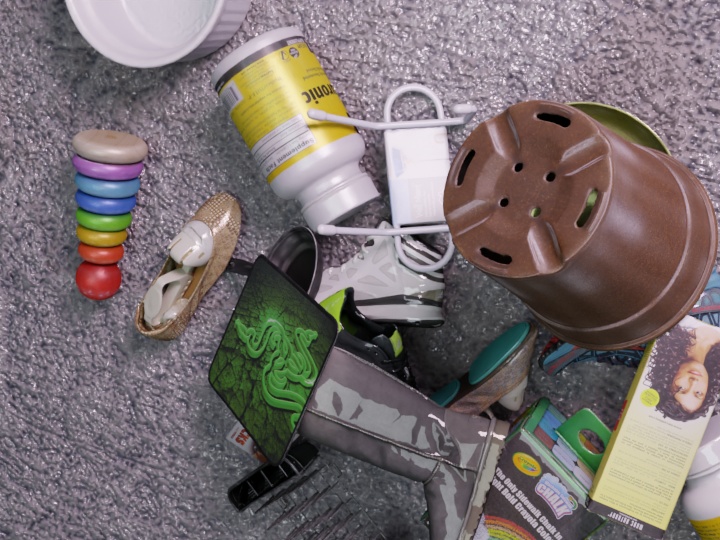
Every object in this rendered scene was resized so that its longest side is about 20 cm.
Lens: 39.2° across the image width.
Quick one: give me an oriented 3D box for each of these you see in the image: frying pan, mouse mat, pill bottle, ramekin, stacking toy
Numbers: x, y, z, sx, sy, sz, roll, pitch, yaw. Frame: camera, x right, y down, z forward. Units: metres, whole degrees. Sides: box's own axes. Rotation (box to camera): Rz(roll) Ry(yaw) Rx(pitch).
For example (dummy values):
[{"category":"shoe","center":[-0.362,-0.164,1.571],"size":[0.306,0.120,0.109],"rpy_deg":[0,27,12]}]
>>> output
[{"category":"frying pan","center":[-0.097,0.019,1.097],"size":[0.190,0.031,0.115],"rpy_deg":[-24,53,49]},{"category":"mouse mat","center":[-0.096,0.086,1.041],"size":[0.200,0.008,0.161],"rpy_deg":[37,107,52]},{"category":"pill bottle","center":[0.384,0.241,0.973],"size":[0.112,0.112,0.200],"rpy_deg":[-34,87,22]},{"category":"ramekin","center":[-0.213,-0.321,1.098],"size":[0.200,0.098,0.201],"rpy_deg":[4,101,19]},{"category":"pill bottle","center":[-0.064,-0.145,1.068],"size":[0.111,0.111,0.200],"rpy_deg":[-30,89,22]},{"category":"stacking toy","center":[-0.303,-0.060,1.193],"size":[0.085,0.085,0.200],"rpy_deg":[17,111,16]}]

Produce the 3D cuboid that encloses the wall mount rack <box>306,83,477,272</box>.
[{"category":"wall mount rack","center":[0.036,-0.099,1.022],"size":[0.173,0.075,0.200],"rpy_deg":[-5,83,-6]}]

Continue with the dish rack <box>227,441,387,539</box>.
[{"category":"dish rack","center":[-0.045,0.292,1.138],"size":[0.200,0.055,0.153],"rpy_deg":[51,139,2]}]

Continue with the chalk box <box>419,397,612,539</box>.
[{"category":"chalk box","center":[0.183,0.221,1.037],"size":[0.125,0.124,0.200],"rpy_deg":[47,110,8]}]

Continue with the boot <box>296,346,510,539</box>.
[{"category":"boot","center":[0.028,0.186,0.981],"size":[0.200,0.073,0.182],"rpy_deg":[17,89,8]}]

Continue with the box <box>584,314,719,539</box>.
[{"category":"box","center":[0.277,0.140,0.931],"size":[0.075,0.050,0.200],"rpy_deg":[21,89,9]}]

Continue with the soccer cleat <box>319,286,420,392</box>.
[{"category":"soccer cleat","center":[0.024,0.107,1.035],"size":[0.200,0.068,0.081],"rpy_deg":[49,122,1]}]

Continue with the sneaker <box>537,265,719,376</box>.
[{"category":"sneaker","center":[0.274,0.072,1.002],"size":[0.200,0.079,0.096],"rpy_deg":[-28,91,22]}]

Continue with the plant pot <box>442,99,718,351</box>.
[{"category":"plant pot","center":[0.182,-0.043,0.881],"size":[0.200,0.198,0.201],"rpy_deg":[-10,72,33]}]

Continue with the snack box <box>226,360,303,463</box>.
[{"category":"snack box","center":[-0.088,0.158,1.117],"size":[0.072,0.024,0.200],"rpy_deg":[34,141,-1]}]

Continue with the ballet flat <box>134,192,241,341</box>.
[{"category":"ballet flat","center":[-0.201,0.000,1.165],"size":[0.070,0.065,0.200],"rpy_deg":[34,108,22]}]

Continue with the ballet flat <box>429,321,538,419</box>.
[{"category":"ballet flat","center":[0.131,0.132,1.079],"size":[0.067,0.068,0.200],"rpy_deg":[42,117,-12]}]

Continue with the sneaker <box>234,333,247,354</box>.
[{"category":"sneaker","center":[-0.043,0.105,1.106],"size":[0.201,0.067,0.108],"rpy_deg":[4,134,22]}]

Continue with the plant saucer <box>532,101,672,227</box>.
[{"category":"plant saucer","center":[0.222,-0.069,1.021],"size":[0.200,0.031,0.200],"rpy_deg":[4,101,19]}]

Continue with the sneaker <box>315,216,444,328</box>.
[{"category":"sneaker","center":[0.000,0.000,1.104],"size":[0.200,0.076,0.116],"rpy_deg":[2,83,23]}]
